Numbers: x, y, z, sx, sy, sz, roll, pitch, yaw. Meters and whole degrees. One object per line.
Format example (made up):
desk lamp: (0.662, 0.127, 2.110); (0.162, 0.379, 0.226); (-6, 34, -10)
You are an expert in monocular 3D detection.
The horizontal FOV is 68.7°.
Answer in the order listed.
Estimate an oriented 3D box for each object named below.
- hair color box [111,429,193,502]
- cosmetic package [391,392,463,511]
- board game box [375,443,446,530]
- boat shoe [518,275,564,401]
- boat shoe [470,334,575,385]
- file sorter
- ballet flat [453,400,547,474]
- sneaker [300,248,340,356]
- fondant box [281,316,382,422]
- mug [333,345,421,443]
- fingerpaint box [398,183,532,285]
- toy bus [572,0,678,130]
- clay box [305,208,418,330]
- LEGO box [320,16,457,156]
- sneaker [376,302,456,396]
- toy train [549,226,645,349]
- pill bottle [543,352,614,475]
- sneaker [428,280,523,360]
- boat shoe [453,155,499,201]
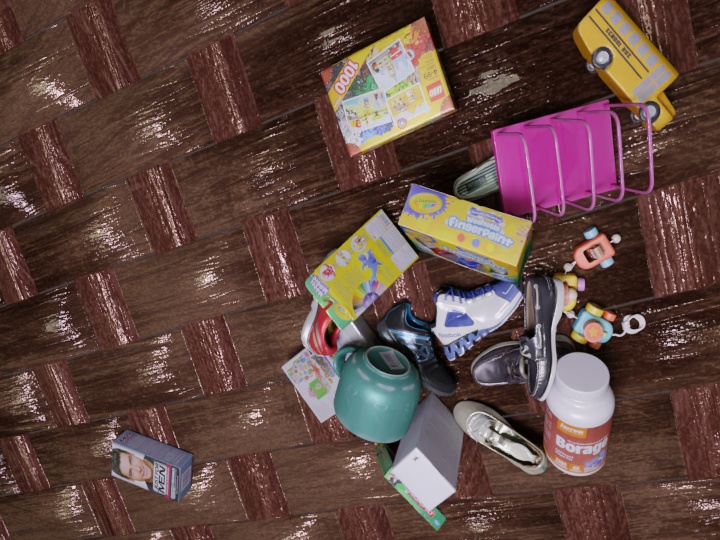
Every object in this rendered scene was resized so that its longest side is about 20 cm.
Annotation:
hair color box: (-0.513, 0.479, 1.297); (0.193, 0.061, 0.103); (15, 109, 13)
cosmetic package: (0.131, 0.329, 0.984); (0.102, 0.200, 0.071); (45, 111, 0)
board game box: (0.091, 0.411, 1.026); (0.029, 0.200, 0.135); (-44, 88, -6)
boat shoe: (0.295, 0.113, 0.884); (0.058, 0.074, 0.209); (6, 96, -5)
boat shoe: (0.295, 0.170, 0.964); (0.193, 0.065, 0.074); (-16, 98, 19)
file sorter: (0.319, -0.164, 0.799); (0.192, 0.126, 0.144); (-15, 105, -2)
ballet flat: (0.259, 0.310, 0.990); (0.196, 0.069, 0.072); (28, 112, 24)
sneaker: (-0.046, 0.063, 1.006); (0.083, 0.076, 0.208); (11, 86, 38)
fondant box: (-0.046, 0.195, 1.080); (0.198, 0.058, 0.146); (-38, 91, 21)
mug: (0.021, 0.202, 0.947); (0.179, 0.152, 0.118); (22, 114, 9)
fingerpaint box: (0.175, -0.053, 0.862); (0.194, 0.167, 0.076); (22, 85, 20)
toy bus: (0.407, -0.310, 0.802); (0.078, 0.065, 0.201); (-42, 90, 19)
clay box: (0.000, 0.000, 0.964); (0.199, 0.048, 0.116); (-42, 92, -13)
LEGO box: (0.051, -0.307, 0.904); (0.194, 0.077, 0.154); (-20, 98, 21)
sneaker: (0.120, 0.153, 1.009); (0.200, 0.073, 0.082); (45, 113, 1)
toy train: (0.403, 0.040, 0.902); (0.147, 0.056, 0.205); (-26, 95, 22)
pill bottle: (0.373, 0.245, 0.903); (0.108, 0.114, 0.205); (-1, 126, 16)
sneaker: (0.194, 0.063, 0.958); (0.115, 0.081, 0.199); (44, 114, -1)
boat shoe: (0.247, -0.169, 0.889); (0.196, 0.062, 0.074); (-30, 95, 20)
